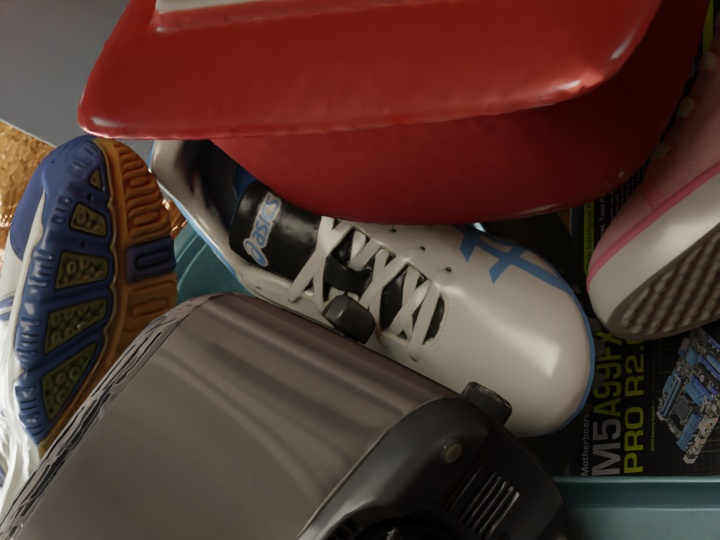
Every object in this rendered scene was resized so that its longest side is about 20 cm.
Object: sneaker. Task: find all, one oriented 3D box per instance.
[{"bbox_3d":[0.141,-0.069,0.724,0.200,0.075,0.105,-40,61,7],"label":"sneaker"},{"bbox_3d":[0.000,0.000,0.747,0.200,0.072,0.072,34,112,36],"label":"sneaker"},{"bbox_3d":[-0.124,0.044,0.791,0.088,0.075,0.201,21,109,39],"label":"sneaker"}]

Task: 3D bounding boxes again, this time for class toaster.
[{"bbox_3d":[-0.039,0.104,0.683,0.129,0.114,0.200,32,84,41],"label":"toaster"}]

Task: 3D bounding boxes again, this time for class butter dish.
[{"bbox_3d":[0.040,-0.084,0.701,0.199,0.148,0.200,-2,49,32],"label":"butter dish"}]

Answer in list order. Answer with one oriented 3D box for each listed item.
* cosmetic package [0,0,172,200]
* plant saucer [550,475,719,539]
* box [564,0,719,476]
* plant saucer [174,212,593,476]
[{"bbox_3d":[-0.170,-0.147,0.914,0.200,0.199,0.123,32,93,37],"label":"cosmetic package"},{"bbox_3d":[0.068,0.102,0.705,0.199,0.019,0.070,-3,61,28],"label":"plant saucer"},{"bbox_3d":[0.155,-0.018,0.772,0.160,0.044,0.201,-9,70,31],"label":"box"},{"bbox_3d":[-0.010,0.034,0.803,0.199,0.027,0.201,-9,67,23],"label":"plant saucer"}]
